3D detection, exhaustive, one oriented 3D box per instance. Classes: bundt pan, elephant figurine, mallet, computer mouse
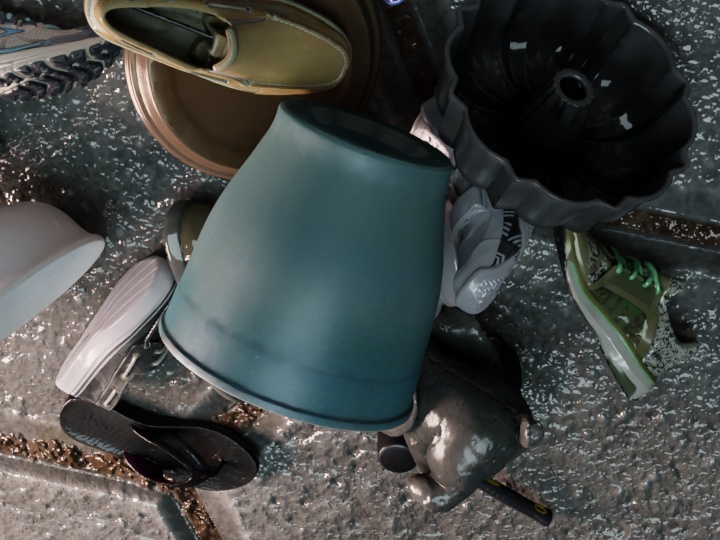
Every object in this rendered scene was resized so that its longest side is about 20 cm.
[{"bbox_3d":[0.143,-0.114,1.145,0.200,0.204,0.076,23,147,-6],"label":"bundt pan"},{"bbox_3d":[0.047,0.095,1.315,0.155,0.141,0.201,-40,84,14],"label":"elephant figurine"},{"bbox_3d":[0.098,0.181,1.448,0.199,0.066,0.041,26,128,-26],"label":"mallet"},{"bbox_3d":[0.097,0.053,1.357,0.058,0.034,0.202,-11,121,19],"label":"computer mouse"}]

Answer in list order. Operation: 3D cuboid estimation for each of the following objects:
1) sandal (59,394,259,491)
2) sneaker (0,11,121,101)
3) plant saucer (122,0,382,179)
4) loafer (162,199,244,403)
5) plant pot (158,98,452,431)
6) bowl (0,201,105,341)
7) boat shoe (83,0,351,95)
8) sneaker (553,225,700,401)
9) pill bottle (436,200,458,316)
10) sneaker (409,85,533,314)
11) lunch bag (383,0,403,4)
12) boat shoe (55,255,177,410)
[{"bbox_3d":[-0.196,0.175,1.488,0.198,0.048,0.076,16,126,0],"label":"sandal"},{"bbox_3d":[-0.290,-0.182,1.244,0.197,0.078,0.087,-13,80,-1],"label":"sneaker"},{"bbox_3d":[-0.076,-0.159,1.154,0.197,0.030,0.203,-6,115,-13],"label":"plant saucer"},{"bbox_3d":[-0.112,0.030,1.355,0.069,0.076,0.202,-6,123,20],"label":"loafer"},{"bbox_3d":[-0.023,-0.014,1.126,0.198,0.200,0.190,20,105,-3],"label":"plant pot"},{"bbox_3d":[-0.323,0.001,1.326,0.201,0.201,0.091,-39,87,30],"label":"bowl"},{"bbox_3d":[-0.095,-0.158,1.090,0.198,0.076,0.072,8,110,-20],"label":"boat shoe"},{"bbox_3d":[0.222,0.012,1.291,0.088,0.077,0.201,-26,122,11],"label":"sneaker"},{"bbox_3d":[0.000,0.000,1.282,0.198,0.113,0.113,-11,122,23],"label":"pill bottle"},{"bbox_3d":[0.079,-0.061,1.187,0.114,0.201,0.075,25,143,0],"label":"sneaker"},{"bbox_3d":[0.067,-0.286,1.066,0.199,0.136,0.132,-31,114,26],"label":"lunch bag"},{"bbox_3d":[-0.204,0.058,1.405,0.070,0.073,0.200,29,136,-17],"label":"boat shoe"}]
